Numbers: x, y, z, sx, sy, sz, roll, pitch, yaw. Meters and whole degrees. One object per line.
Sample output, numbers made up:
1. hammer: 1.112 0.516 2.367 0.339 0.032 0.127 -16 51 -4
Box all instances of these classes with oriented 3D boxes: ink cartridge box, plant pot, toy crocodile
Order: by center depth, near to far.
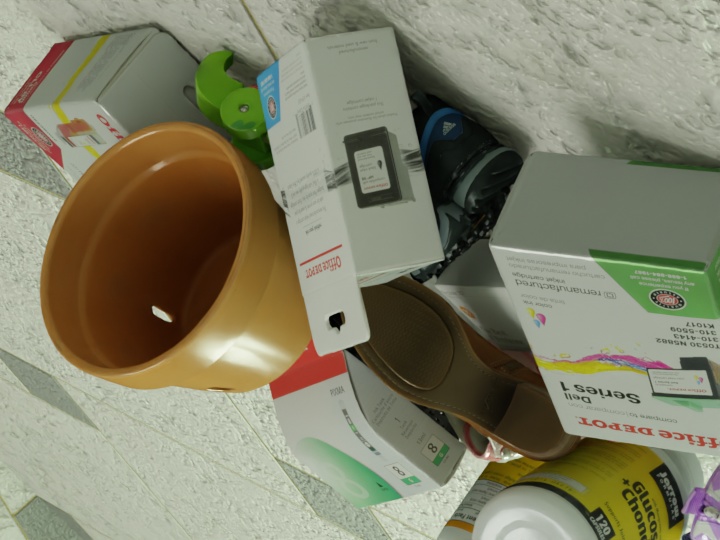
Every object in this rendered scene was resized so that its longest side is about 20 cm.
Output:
1. ink cartridge box: 0.183 0.025 1.374 0.145 0.084 0.200 7 144 28
2. ink cartridge box: -0.005 -0.051 1.463 0.116 0.067 0.200 158 100 -69
3. toy crocodile: -0.040 -0.098 1.614 0.200 0.062 0.068 26 160 19
4. plant pot: -0.121 0.006 1.639 0.200 0.200 0.140 21 173 41
5. ink cartridge box: -0.031 0.111 1.765 0.200 0.050 0.161 38 156 -13
6. ink cartridge box: -0.184 -0.116 1.779 0.145 0.083 0.200 44 160 -23

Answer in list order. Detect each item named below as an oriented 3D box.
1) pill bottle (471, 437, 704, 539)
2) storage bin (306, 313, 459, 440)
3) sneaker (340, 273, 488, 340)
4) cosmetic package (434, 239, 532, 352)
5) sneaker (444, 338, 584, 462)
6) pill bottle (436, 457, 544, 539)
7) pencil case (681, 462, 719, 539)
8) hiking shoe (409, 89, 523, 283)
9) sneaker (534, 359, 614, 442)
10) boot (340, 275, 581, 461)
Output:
1. pill bottle: 0.179 0.186 1.644 0.112 0.200 0.112 13 112 33
2. storage bin: -0.005 0.079 1.858 0.200 0.094 0.135 48 158 -27
3. sneaker: 0.000 0.000 1.689 0.200 0.081 0.146 37 177 -42
4. cosmetic package: 0.141 0.021 1.569 0.083 0.051 0.200 45 160 -22
5. sneaker: 0.144 0.131 1.752 0.200 0.105 0.075 42 160 -18
6. pill bottle: 0.133 0.225 1.844 0.111 0.200 0.111 33 162 12
7. pencil case: 0.335 0.199 1.589 0.200 0.084 0.085 23 -172 27
8. hiking shoe: 0.056 -0.060 1.522 0.087 0.074 0.200 48 157 9
9. sneaker: 0.182 0.084 1.608 0.073 0.077 0.200 44 165 -23
10. boot: 0.079 0.072 1.622 0.200 0.077 0.155 29 -179 9
